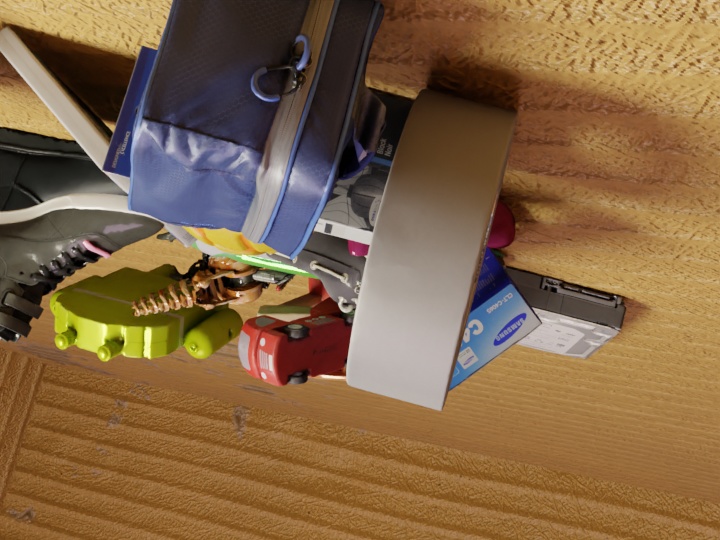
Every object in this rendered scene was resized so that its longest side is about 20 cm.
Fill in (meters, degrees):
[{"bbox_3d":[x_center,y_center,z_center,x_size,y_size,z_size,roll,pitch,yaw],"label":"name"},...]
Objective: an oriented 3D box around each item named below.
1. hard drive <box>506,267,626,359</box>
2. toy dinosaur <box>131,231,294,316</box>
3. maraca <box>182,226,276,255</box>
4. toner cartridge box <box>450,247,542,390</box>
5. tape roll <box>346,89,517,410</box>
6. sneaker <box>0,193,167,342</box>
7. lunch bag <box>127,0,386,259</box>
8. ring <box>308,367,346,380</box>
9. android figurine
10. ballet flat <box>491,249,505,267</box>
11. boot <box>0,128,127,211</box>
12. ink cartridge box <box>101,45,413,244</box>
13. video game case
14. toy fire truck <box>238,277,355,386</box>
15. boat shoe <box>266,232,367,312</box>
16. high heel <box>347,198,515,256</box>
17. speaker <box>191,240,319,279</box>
[{"bbox_3d":[0.185,0.047,1.395,0.139,0.038,0.200,14,167,1],"label":"hard drive"},{"bbox_3d":[-0.118,-0.013,1.258,0.200,0.102,0.136,-5,-158,-36],"label":"toy dinosaur"},{"bbox_3d":[-0.098,-0.075,1.034,0.137,0.107,0.200,7,-164,-37],"label":"maraca"},{"bbox_3d":[0.083,0.029,1.119,0.043,0.095,0.200,52,-174,-12],"label":"toner cartridge box"},{"bbox_3d":[0.047,-0.013,0.887,0.066,0.201,0.200,14,168,5],"label":"tape roll"},{"bbox_3d":[-0.235,0.002,1.029,0.200,0.099,0.071,-8,160,16],"label":"sneaker"},{"bbox_3d":[-0.055,-0.094,0.798,0.132,0.136,0.200,16,167,-7],"label":"lunch bag"},{"bbox_3d":[0.014,0.061,1.288,0.200,0.019,0.200,-5,-163,1],"label":"ring"},{"bbox_3d":[-0.207,0.041,1.292,0.182,0.041,0.200,13,-159,20],"label":"android figurine"},{"bbox_3d":[0.050,0.009,1.311,0.200,0.072,0.072,5,165,38],"label":"ballet flat"},{"bbox_3d":[-0.286,-0.035,1.281,0.200,0.168,0.076,11,168,14],"label":"boot"},{"bbox_3d":[-0.069,-0.090,0.925,0.200,0.100,0.039,14,168,0],"label":"ink cartridge box"},{"bbox_3d":[-0.200,-0.098,1.062,0.143,0.018,0.200,48,178,18],"label":"video game case"},{"bbox_3d":[-0.043,0.046,1.215,0.200,0.049,0.141,-13,-161,-42],"label":"toy fire truck"},{"bbox_3d":[0.000,0.000,1.065,0.200,0.063,0.073,32,-161,34],"label":"boat shoe"},{"bbox_3d":[0.053,-0.028,1.062,0.067,0.096,0.200,3,163,43],"label":"high heel"},{"bbox_3d":[-0.050,-0.038,1.175,0.200,0.089,0.088,12,168,15],"label":"speaker"}]
